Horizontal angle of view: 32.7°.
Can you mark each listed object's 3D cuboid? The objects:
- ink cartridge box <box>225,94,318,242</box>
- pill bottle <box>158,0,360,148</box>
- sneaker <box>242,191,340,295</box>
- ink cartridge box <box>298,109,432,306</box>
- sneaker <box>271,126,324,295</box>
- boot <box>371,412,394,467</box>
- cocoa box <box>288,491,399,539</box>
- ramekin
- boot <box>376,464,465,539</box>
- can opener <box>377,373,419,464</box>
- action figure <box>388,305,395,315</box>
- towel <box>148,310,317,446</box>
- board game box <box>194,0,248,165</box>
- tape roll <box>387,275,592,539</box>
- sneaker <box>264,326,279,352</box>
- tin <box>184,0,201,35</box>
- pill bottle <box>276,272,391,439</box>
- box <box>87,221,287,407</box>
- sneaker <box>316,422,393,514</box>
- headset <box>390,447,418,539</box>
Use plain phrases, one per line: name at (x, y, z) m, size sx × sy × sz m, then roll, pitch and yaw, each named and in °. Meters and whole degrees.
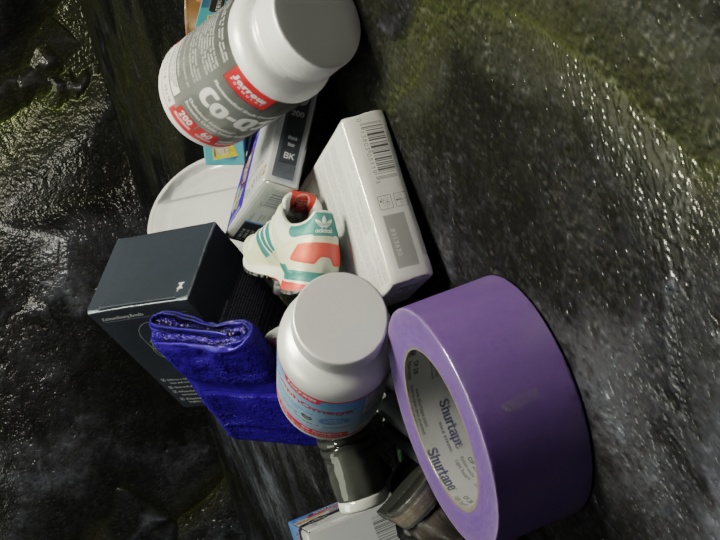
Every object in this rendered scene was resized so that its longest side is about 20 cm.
ink cartridge box at (-0.087, -0.150, 1.301) m, size 0.198 × 0.043 × 0.203 m, roll 139°, pitch 143°, yaw -68°
pill bottle at (-0.096, -0.197, 1.141) m, size 0.199 × 0.113 × 0.116 m, roll -21°, pitch 87°, yaw 51°
sneaker at (-0.064, -0.033, 1.216) m, size 0.199 × 0.069 × 0.095 m, roll -153°, pitch 69°, yaw -68°
ink cartridge box at (-0.001, -0.038, 1.179) m, size 0.200 × 0.049 × 0.163 m, roll 129°, pitch 125°, yaw -68°
sneaker at (-0.053, -0.065, 1.370) m, size 0.074 × 0.078 × 0.203 m, roll -90°, pitch 7°, yaw -61°
boot at (-0.017, 0.127, 1.468) m, size 0.166 × 0.065 × 0.202 m, roll 98°, pitch 155°, yaw -56°
cocoa box at (0.008, 0.392, 1.540) m, size 0.131 × 0.131 × 0.203 m, roll 160°, pitch 91°, yaw -75°
ramekin at (-0.160, -0.042, 1.535) m, size 0.204 × 0.200 × 0.095 m, roll 61°, pitch 174°, yaw 34°
boot at (0.099, 0.261, 1.121) m, size 0.174 × 0.069 × 0.200 m, roll 44°, pitch 178°, yaw 2°
can opener at (0.047, 0.148, 1.270) m, size 0.200 × 0.066 × 0.053 m, roll 38°, pitch 147°, yaw 50°
action figure at (0.000, 0.000, 1.270) m, size 0.119 × 0.054 × 0.202 m, roll 94°, pitch 157°, yaw -60°
towel at (-0.129, 0.123, 1.314) m, size 0.146 × 0.050 × 0.201 m, roll 5°, pitch 145°, yaw 36°
board game box at (-0.147, -0.235, 1.357) m, size 0.201 × 0.046 × 0.153 m, roll -89°, pitch -1°, yaw -53°
tape roll at (0.099, 0.112, 0.979) m, size 0.200 × 0.084 × 0.203 m, roll 161°, pitch 90°, yaw -76°
sneaker at (-0.044, 0.090, 1.338) m, size 0.080 × 0.089 × 0.201 m, roll 31°, pitch 161°, yaw 16°
tin at (-0.185, -0.297, 1.511) m, size 0.200 × 0.041 × 0.114 m, roll 87°, pitch 179°, yaw -70°
pill bottle at (-0.023, 0.077, 1.116) m, size 0.201 × 0.107 × 0.110 m, roll 99°, pitch 149°, yaw -67°
box at (-0.185, 0.056, 1.400) m, size 0.201 × 0.146 × 0.108 m, roll 53°, pitch -138°, yaw -41°
sneaker at (-0.008, 0.187, 1.303) m, size 0.200 × 0.069 × 0.101 m, roll -108°, pitch 3°, yaw -89°
headset at (0.080, 0.252, 1.282) m, size 0.201 × 0.092 × 0.125 m, roll -103°, pitch 5°, yaw -54°
